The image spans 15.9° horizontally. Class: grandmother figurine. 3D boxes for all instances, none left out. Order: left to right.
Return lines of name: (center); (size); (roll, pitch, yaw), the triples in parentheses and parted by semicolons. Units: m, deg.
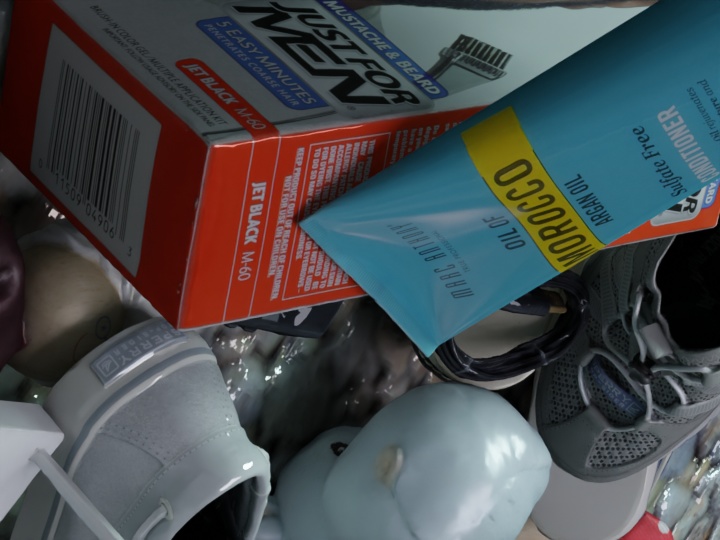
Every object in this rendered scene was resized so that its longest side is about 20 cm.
grandmother figurine: (-0.134, 0.022, 0.716); (0.199, 0.061, 0.122); (-12, 144, -47)

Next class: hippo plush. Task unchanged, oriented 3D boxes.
hippo plush: (0.048, 0.118, 0.935); (0.159, 0.161, 0.200); (-18, 166, -33)

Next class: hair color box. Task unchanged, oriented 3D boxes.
hair color box: (0.006, -0.050, 0.768); (0.199, 0.111, 0.064); (-10, 126, -36)

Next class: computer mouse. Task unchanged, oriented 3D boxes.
computer mouse: (0.000, 0.000, 0.869); (0.199, 0.034, 0.059); (16, 89, -40)

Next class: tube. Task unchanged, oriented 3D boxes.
tube: (0.084, -0.046, 0.701); (0.199, 0.051, 0.077); (-31, 134, 11)

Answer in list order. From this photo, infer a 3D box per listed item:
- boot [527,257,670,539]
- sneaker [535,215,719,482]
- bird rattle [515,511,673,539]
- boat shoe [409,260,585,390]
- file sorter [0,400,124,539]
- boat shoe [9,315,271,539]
boot: (0.111, 0.008, 1.046); (0.090, 0.072, 0.201); (-29, 136, -71)
sneaker: (0.110, 0.013, 0.923); (0.082, 0.075, 0.200); (-41, 167, -46)
bird rattle: (0.071, 0.165, 1.068); (0.200, 0.112, 0.163); (-48, 128, -25)
boat shoe: (0.072, -0.049, 0.964); (0.201, 0.072, 0.063); (-63, -170, -8)
file sorter: (-0.143, 0.146, 0.677); (0.200, 0.125, 0.139); (-52, 156, 13)
boat shoe: (-0.062, 0.089, 0.806); (0.072, 0.069, 0.200); (-26, 156, -29)
